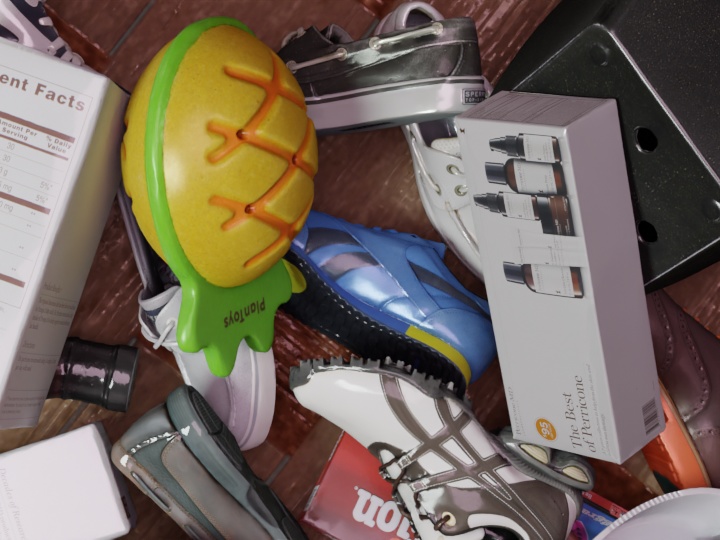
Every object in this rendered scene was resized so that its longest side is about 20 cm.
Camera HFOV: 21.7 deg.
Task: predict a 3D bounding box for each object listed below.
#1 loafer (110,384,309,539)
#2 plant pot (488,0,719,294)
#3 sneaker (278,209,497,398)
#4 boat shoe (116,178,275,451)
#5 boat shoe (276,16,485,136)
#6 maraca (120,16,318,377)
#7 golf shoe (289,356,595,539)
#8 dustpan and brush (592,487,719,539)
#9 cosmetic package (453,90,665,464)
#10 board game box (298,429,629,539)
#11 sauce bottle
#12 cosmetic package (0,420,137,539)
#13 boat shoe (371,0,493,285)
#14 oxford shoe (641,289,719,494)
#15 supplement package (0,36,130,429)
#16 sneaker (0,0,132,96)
[{"bbox_3d":[-0.076,0.157,1.130,0.063,0.072,0.201,-31,115,4],"label":"loafer"},{"bbox_3d":[0.188,-0.097,1.092,0.177,0.200,0.200,-36,90,-35],"label":"plant pot"},{"bbox_3d":[0.000,0.000,1.174,0.199,0.066,0.079,32,59,3],"label":"sneaker"},{"bbox_3d":[-0.105,0.015,1.134,0.068,0.072,0.202,-16,100,-43],"label":"boat shoe"},{"bbox_3d":[-0.019,-0.116,1.146,0.198,0.071,0.065,-5,90,20],"label":"boat shoe"},{"bbox_3d":[-0.077,-0.043,1.068,0.106,0.137,0.202,4,108,32],"label":"maraca"},{"bbox_3d":[0.041,0.118,1.122,0.198,0.078,0.095,24,73,-6],"label":"golf shoe"},{"bbox_3d":[0.226,0.170,1.135,0.140,0.057,0.200,50,54,-4],"label":"dustpan and brush"},{"bbox_3d":[0.112,0.004,1.052,0.050,0.082,0.202,-29,117,-37],"label":"cosmetic package"},{"bbox_3d":[0.071,0.156,1.171,0.199,0.019,0.104,28,76,-6],"label":"board game box"},{"bbox_3d":[-0.235,0.047,1.142,0.198,0.066,0.067,11,85,-2],"label":"sauce bottle"},{"bbox_3d":[-0.238,0.153,1.118,0.198,0.102,0.075,-21,88,-7],"label":"cosmetic package"},{"bbox_3d":[0.065,-0.075,1.174,0.070,0.069,0.201,-29,90,-8],"label":"boat shoe"},{"bbox_3d":[0.194,0.049,1.181,0.072,0.071,0.202,-23,99,-10],"label":"oxford shoe"},{"bbox_3d":[-0.213,-0.024,1.051,0.116,0.117,0.202,19,87,5],"label":"supplement package"},{"bbox_3d":[-0.183,-0.128,1.152,0.128,0.079,0.202,5,86,-6],"label":"sneaker"}]
